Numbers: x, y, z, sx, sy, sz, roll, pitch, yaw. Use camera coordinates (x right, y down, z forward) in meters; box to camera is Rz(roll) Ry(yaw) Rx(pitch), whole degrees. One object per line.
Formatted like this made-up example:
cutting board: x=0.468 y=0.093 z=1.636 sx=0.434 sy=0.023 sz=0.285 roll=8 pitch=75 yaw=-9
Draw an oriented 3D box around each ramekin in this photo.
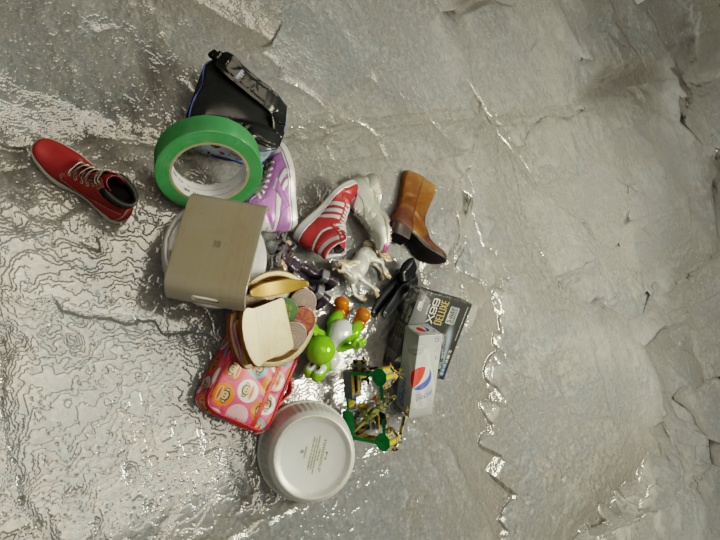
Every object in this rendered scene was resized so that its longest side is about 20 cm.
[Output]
ramekin: x=-0.291 y=-0.025 z=1.087 sx=0.201 sy=0.094 sz=0.204 roll=6 pitch=78 yaw=-31
ramekin: x=-0.102 y=0.362 z=1.110 sx=0.200 sy=0.094 sz=0.204 roll=2 pitch=81 yaw=-15

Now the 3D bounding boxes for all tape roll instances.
tape roll: x=-0.290 y=-0.200 z=1.070 sx=0.199 sy=0.201 sz=0.048 roll=7 pitch=49 yaw=-30

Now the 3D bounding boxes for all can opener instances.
can opener: x=0.078 y=0.048 z=1.310 sx=0.200 sy=0.063 sz=0.079 roll=-48 pitch=126 yaw=-42

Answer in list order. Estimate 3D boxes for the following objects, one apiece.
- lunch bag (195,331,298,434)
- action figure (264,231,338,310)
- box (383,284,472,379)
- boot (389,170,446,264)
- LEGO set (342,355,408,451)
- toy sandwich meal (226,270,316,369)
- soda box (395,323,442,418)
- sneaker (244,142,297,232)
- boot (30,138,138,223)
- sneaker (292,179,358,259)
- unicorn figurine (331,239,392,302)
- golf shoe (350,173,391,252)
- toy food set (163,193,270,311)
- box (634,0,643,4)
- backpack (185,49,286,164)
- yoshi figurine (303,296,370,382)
lunch bag: x=-0.211 y=0.213 z=1.112 sx=0.176 sy=0.082 sz=0.201 roll=34 pitch=64 yaw=-27
action figure: x=-0.139 y=-0.001 z=1.189 sx=0.200 sy=0.069 sz=0.131 roll=42 pitch=44 yaw=-29
box: x=0.158 y=0.147 z=1.322 sx=0.157 sy=0.050 sz=0.202 roll=16 pitch=98 yaw=-29
boot: x=0.161 y=-0.133 z=1.431 sx=0.187 sy=0.068 sz=0.201 roll=26 pitch=60 yaw=-17
LEGO set: x=0.042 y=0.282 z=1.206 sx=0.115 sy=0.153 sz=0.202 roll=-2 pitch=81 yaw=-53
toy sandwich meal: x=-0.157 y=0.095 z=1.059 sx=0.204 sy=0.070 sz=0.207 roll=-3 pitch=95 yaw=-38
soda box: x=0.131 y=0.227 z=1.267 sx=0.063 sy=0.068 sz=0.202 roll=-1 pitch=107 yaw=-24
sneaker: x=-0.200 y=-0.182 z=1.198 sx=0.113 sy=0.073 sz=0.202 roll=-4 pitch=83 yaw=-29
boot: x=-0.479 y=-0.173 z=0.979 sx=0.200 sy=0.144 sz=0.073 roll=40 pitch=64 yaw=-17
sneaker: x=-0.045 y=-0.109 z=1.243 sx=0.112 sy=0.071 sz=0.200 roll=37 pitch=70 yaw=15
unicorn figurine: x=0.000 y=0.000 z=1.282 sx=0.138 sy=0.074 sz=0.200 roll=50 pitch=32 yaw=-17
golf shoe: x=0.016 y=-0.132 z=1.321 sx=0.091 sy=0.075 sz=0.202 roll=-7 pitch=70 yaw=-19
toy food set: x=-0.253 y=-0.037 z=1.002 sx=0.142 sy=0.060 sz=0.202 roll=10 pitch=71 yaw=-1
box: x=1.136 y=-1.187 z=2.160 sx=0.199 sy=0.171 sz=0.201 roll=-41 pitch=102 yaw=-31
backpack: x=-0.251 y=-0.305 z=1.141 sx=0.189 sy=0.154 sz=0.202 roll=19 pitch=74 yaw=-18
yoshi figurine: x=-0.056 y=0.140 z=1.183 sx=0.112 sy=0.112 sz=0.200 roll=54 pitch=47 yaw=-23
